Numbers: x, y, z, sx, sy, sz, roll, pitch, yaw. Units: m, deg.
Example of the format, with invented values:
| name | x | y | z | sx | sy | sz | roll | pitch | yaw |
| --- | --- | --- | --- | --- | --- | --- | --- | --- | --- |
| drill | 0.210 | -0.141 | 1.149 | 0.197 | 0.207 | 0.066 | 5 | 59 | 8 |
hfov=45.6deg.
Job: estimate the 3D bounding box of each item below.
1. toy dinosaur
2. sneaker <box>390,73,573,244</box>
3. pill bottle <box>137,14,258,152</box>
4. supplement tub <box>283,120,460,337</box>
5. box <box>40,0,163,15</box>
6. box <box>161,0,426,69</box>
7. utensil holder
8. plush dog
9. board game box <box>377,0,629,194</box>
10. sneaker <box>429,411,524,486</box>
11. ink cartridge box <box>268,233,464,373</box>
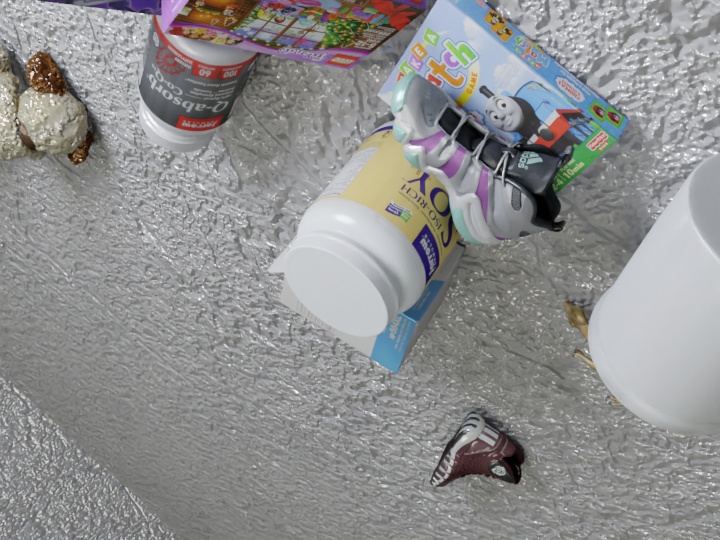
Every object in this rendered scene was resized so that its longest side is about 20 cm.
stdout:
| name | x | y | z | sx | sy | sz | roll | pitch | yaw |
| --- | --- | --- | --- | --- | --- | --- | --- | --- | --- |
| toy dinosaur | 0.305 | 0.104 | 0.942 | 0.199 | 0.058 | 0.102 | 23 | 144 | 21 |
| sneaker | 0.125 | -0.106 | 0.776 | 0.139 | 0.078 | 0.200 | -2 | 141 | 43 |
| pill bottle | -0.183 | -0.222 | 0.945 | 0.116 | 0.116 | 0.200 | 38 | 148 | -2 |
| supplement tub | 0.024 | -0.045 | 0.889 | 0.145 | 0.200 | 0.146 | 24 | 146 | 18 |
| box | -0.212 | -0.315 | 0.737 | 0.105 | 0.199 | 0.148 | 61 | 138 | 29 |
| box | -0.060 | -0.237 | 0.762 | 0.199 | 0.039 | 0.137 | 3 | 168 | -32 |
| utensil holder | 0.311 | 0.023 | 0.735 | 0.169 | 0.170 | 0.201 | 30 | 145 | 11 |
| plush dog | -0.476 | -0.217 | 1.225 | 0.170 | 0.161 | 0.201 | -5 | 137 | 10 |
| board game box | 0.127 | -0.155 | 0.809 | 0.200 | 0.037 | 0.151 | 39 | 148 | -1 |
| sneaker | 0.179 | 0.299 | 1.289 | 0.115 | 0.076 | 0.201 | 29 | 146 | 7 |
| ink cartridge box | 0.000 | 0.000 | 1.035 | 0.199 | 0.129 | 0.126 | 30 | 146 | 9 |
